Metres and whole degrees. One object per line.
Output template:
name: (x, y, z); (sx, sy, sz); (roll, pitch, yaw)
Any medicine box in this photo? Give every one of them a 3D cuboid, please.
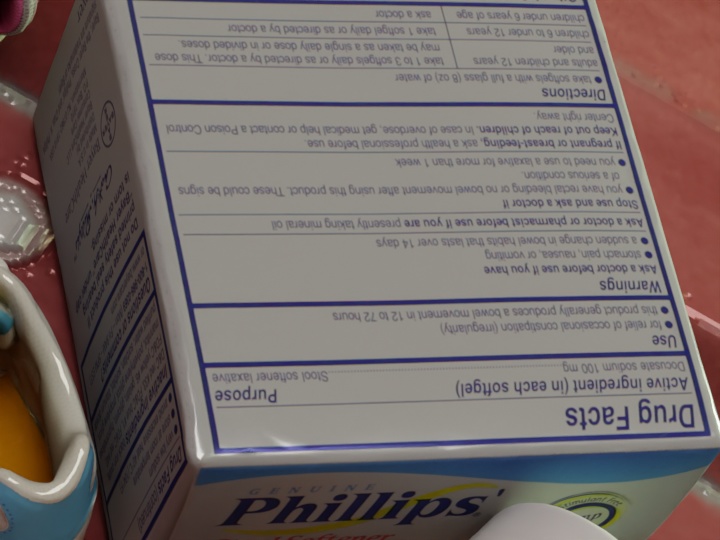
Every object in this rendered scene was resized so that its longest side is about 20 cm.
medicine box: (0.000, 0.000, 0.959); (0.182, 0.103, 0.200); (-1, 59, -21)

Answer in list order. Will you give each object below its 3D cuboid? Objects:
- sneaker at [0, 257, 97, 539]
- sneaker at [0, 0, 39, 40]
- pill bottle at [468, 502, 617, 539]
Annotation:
sneaker: (-0.142, 0.010, 0.912); (0.076, 0.081, 0.200); (-24, 68, -30)
sneaker: (-0.141, -0.125, 1.007); (0.088, 0.081, 0.200); (34, 61, 1)
pill bottle: (0.010, 0.161, 0.848); (0.111, 0.111, 0.200); (43, 57, 9)
